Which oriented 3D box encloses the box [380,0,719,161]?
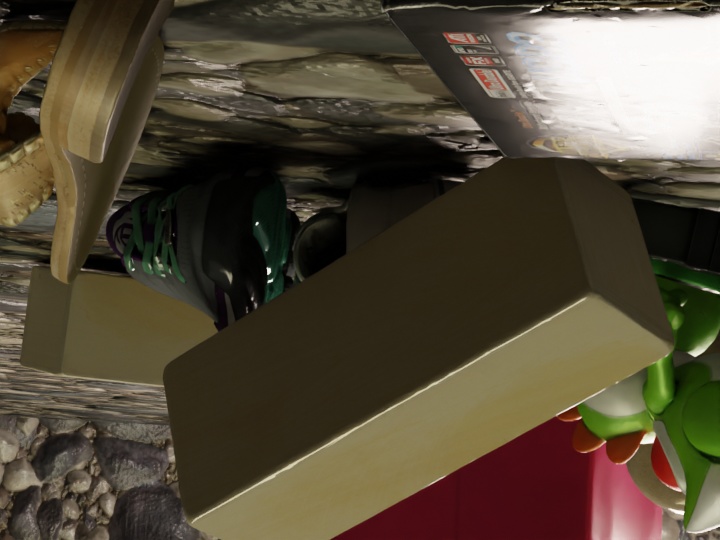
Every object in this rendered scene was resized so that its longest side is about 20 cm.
[{"bbox_3d":[0.118,-0.062,0.548,0.197,0.050,0.200,3,173,13],"label":"box"}]

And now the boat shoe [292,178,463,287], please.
[{"bbox_3d":[0.000,0.000,1.016,0.065,0.073,0.200,9,171,-10],"label":"boat shoe"}]

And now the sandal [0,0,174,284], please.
[{"bbox_3d":[-0.104,-0.057,0.693,0.069,0.078,0.212,24,165,-4],"label":"sandal"}]

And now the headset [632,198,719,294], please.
[{"bbox_3d":[0.193,0.018,0.954,0.199,0.095,0.123,13,177,22],"label":"headset"}]

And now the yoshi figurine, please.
[{"bbox_3d":[0.168,0.043,1.063,0.112,0.113,0.200,-27,-151,-26],"label":"yoshi figurine"}]

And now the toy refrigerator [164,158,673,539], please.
[{"bbox_3d":[0.021,0.036,0.891,0.199,0.076,0.070,-31,142,25],"label":"toy refrigerator"}]

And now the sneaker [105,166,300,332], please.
[{"bbox_3d":[-0.078,-0.007,1.000,0.087,0.075,0.200,8,174,3],"label":"sneaker"}]

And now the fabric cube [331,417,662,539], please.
[{"bbox_3d":[0.101,0.146,1.594,0.199,0.201,0.196,1,173,22],"label":"fabric cube"}]

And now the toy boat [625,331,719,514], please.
[{"bbox_3d":[0.267,0.081,1.418,0.199,0.131,0.131,1,-157,24],"label":"toy boat"}]

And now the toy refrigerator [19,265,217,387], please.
[{"bbox_3d":[-0.101,0.038,1.375,0.199,0.071,0.076,8,178,-28],"label":"toy refrigerator"}]
